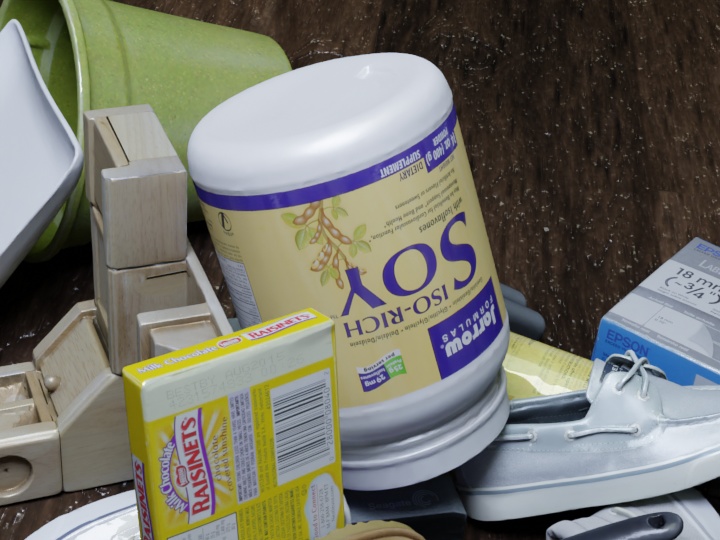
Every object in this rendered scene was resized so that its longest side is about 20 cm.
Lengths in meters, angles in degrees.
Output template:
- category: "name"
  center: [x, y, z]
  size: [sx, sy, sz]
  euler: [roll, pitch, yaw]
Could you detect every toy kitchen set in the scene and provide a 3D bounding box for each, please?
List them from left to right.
- category: "toy kitchen set"
  center: [-0.170, 0.046, 0.814]
  size: [0.178, 0.202, 0.164]
  euler: [-9, 35, -20]

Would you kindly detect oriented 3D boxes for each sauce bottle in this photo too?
- category: "sauce bottle"
  center: [0.133, 0.086, 0.923]
  size: [0.198, 0.067, 0.066]
  euler: [19, 35, 19]

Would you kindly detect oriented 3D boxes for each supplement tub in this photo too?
- category: "supplement tub"
  center: [0.000, 0.000, 0.822]
  size: [0.144, 0.202, 0.146]
  euler: [-14, 23, 6]

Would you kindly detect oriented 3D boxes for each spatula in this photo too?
- category: "spatula"
  center: [0.070, 0.152, 0.793]
  size: [0.197, 0.021, 0.057]
  euler: [-12, 33, 9]

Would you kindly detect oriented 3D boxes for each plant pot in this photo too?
- category: "plant pot"
  center: [-0.150, -0.108, 1.088]
  size: [0.182, 0.202, 0.201]
  euler: [-2, 32, -30]

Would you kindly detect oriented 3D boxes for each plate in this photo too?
- category: "plate"
  center: [-0.254, -0.041, 0.989]
  size: [0.032, 0.200, 0.200]
  euler: [32, 14, -38]

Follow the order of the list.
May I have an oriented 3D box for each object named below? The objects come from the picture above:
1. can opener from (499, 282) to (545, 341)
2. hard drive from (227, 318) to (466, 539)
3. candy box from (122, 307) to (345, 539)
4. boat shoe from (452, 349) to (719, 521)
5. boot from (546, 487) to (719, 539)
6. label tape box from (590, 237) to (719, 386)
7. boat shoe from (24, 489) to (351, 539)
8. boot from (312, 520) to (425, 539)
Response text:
- category: "can opener"
  center: [0.034, 0.017, 0.980]
  size: [0.198, 0.067, 0.053]
  euler: [16, 24, -37]
- category: "hard drive"
  center: [-0.030, 0.096, 0.914]
  size: [0.138, 0.033, 0.201]
  euler: [-3, 34, -14]
- category: "candy box"
  center: [-0.054, 0.125, 0.712]
  size: [0.101, 0.203, 0.026]
  euler: [-16, 26, -30]
- category: "boat shoe"
  center: [0.141, 0.085, 0.851]
  size: [0.198, 0.072, 0.070]
  euler: [-15, 11, 16]
- category: "boot"
  center: [0.170, 0.188, 0.780]
  size: [0.094, 0.074, 0.200]
  euler: [-13, 28, -16]
- category: "label tape box"
  center: [0.263, 0.042, 1.012]
  size: [0.143, 0.064, 0.199]
  euler: [26, 39, 28]
- category: "boat shoe"
  center: [-0.096, 0.152, 0.757]
  size: [0.198, 0.072, 0.070]
  euler: [-21, 28, -18]
- category: "boot"
  center: [0.014, 0.197, 0.643]
  size: [0.174, 0.067, 0.199]
  euler: [-23, 30, -29]
